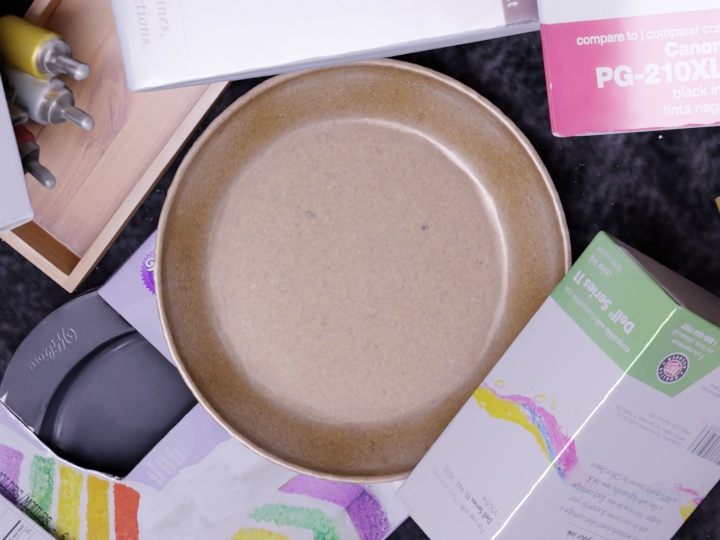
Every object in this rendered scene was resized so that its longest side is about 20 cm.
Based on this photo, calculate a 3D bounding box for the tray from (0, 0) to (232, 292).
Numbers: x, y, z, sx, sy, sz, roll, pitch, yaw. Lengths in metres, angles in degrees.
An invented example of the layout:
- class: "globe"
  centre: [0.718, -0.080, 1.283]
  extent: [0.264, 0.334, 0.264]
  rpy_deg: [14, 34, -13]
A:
- class: "tray"
  centre: [-0.120, -0.098, 1.122]
  extent: [0.098, 0.037, 0.200]
  rpy_deg: [38, 109, -2]

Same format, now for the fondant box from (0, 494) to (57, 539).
- class: "fondant box"
  centre: [-0.176, 0.203, 1.175]
  extent: [0.200, 0.058, 0.144]
  rpy_deg: [40, 133, 1]

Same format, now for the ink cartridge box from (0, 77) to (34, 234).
- class: "ink cartridge box"
  centre: [-0.252, -0.079, 1.075]
  extent: [0.199, 0.084, 0.147]
  rpy_deg: [3, 110, 49]

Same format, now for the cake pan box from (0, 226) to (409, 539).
- class: "cake pan box"
  centre: [-0.087, 0.093, 1.162]
  extent: [0.200, 0.052, 0.184]
  rpy_deg: [45, 106, -4]

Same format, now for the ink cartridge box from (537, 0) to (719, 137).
- class: "ink cartridge box"
  centre: [0.124, -0.166, 0.921]
  extent: [0.084, 0.145, 0.201]
  rpy_deg: [-2, 102, 23]

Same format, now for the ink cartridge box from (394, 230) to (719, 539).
- class: "ink cartridge box"
  centre: [0.099, 0.092, 1.075]
  extent: [0.200, 0.117, 0.067]
  rpy_deg: [-52, 47, 11]

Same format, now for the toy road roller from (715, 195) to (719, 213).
- class: "toy road roller"
  centre: [0.255, -0.057, 1.022]
  extent: [0.199, 0.123, 0.147]
  rpy_deg: [-21, 89, 16]

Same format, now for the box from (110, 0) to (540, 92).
- class: "box"
  centre: [-0.014, -0.191, 1.003]
  extent: [0.199, 0.131, 0.200]
  rpy_deg: [-9, 95, 5]

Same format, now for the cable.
- class: "cable"
  centre: [-0.208, -0.112, 1.116]
  extent: [0.200, 0.050, 0.097]
  rpy_deg: [43, 127, 27]

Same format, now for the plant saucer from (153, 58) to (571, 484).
- class: "plant saucer"
  centre: [0.000, 0.000, 1.099]
  extent: [0.199, 0.035, 0.201]
  rpy_deg: [0, 89, -7]
